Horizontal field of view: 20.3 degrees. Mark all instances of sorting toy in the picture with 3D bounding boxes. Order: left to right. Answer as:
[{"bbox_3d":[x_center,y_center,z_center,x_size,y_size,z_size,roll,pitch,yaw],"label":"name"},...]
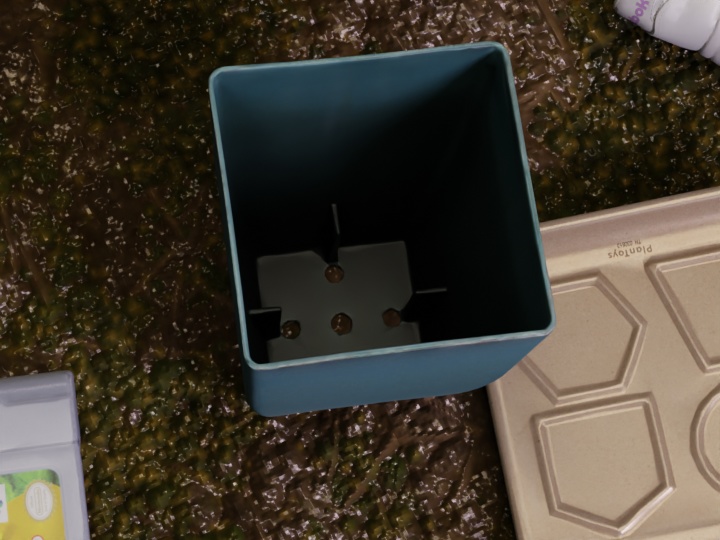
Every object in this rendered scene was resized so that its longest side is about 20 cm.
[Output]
[{"bbox_3d":[0.160,0.064,1.061,0.183,0.037,0.202,-11,75,2],"label":"sorting toy"}]

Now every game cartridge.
[{"bbox_3d":[-0.199,0.155,1.007,0.132,0.041,0.202,-8,73,-5],"label":"game cartridge"}]

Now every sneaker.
[{"bbox_3d":[0.198,-0.221,1.146,0.099,0.075,0.202,16,71,-2],"label":"sneaker"}]

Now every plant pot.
[{"bbox_3d":[0.000,0.000,0.989,0.140,0.200,0.143,-6,72,-8],"label":"plant pot"}]
